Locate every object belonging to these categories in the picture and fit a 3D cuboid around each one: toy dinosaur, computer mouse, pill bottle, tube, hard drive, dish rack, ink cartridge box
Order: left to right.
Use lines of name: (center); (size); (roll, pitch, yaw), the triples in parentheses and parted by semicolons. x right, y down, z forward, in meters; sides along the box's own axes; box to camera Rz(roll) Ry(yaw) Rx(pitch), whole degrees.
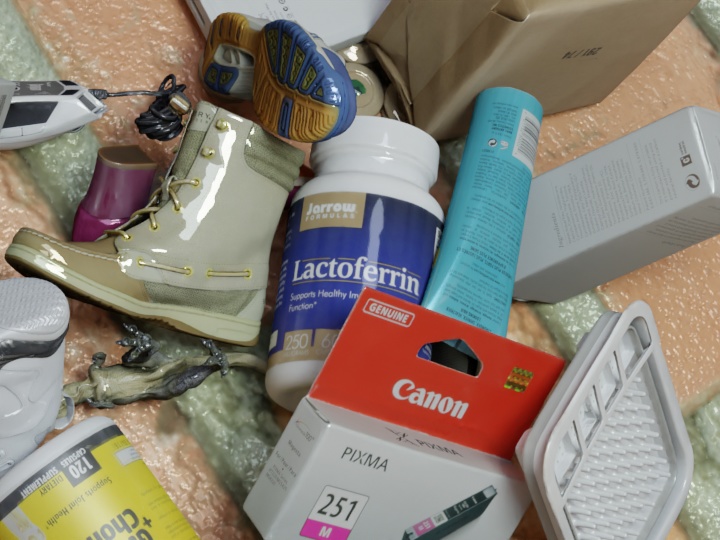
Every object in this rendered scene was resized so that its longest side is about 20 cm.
computer mouse: (-0.220, -0.111, 1.401); (0.198, 0.110, 0.044); (-1, 108, -8)
pill bottle: (-0.153, 0.204, 1.277); (0.112, 0.112, 0.201); (-35, 83, -26)
toy dinosaur: (-0.135, 0.070, 1.348); (0.198, 0.088, 0.048); (-8, 70, -21)
hard drive: (-0.040, -0.232, 1.513); (0.199, 0.026, 0.133); (-23, 79, -25)
pill bottle: (0.000, 0.000, 1.388); (0.115, 0.116, 0.202); (12, 70, -14)
ink cartridge box: (0.042, 0.120, 1.322); (0.199, 0.044, 0.174); (20, 105, -37)
tube: (0.089, -0.034, 1.385); (0.077, 0.050, 0.201); (24, 62, -20)
dish rack: (0.172, 0.137, 1.392); (0.172, 0.043, 0.201); (-55, 137, -34)

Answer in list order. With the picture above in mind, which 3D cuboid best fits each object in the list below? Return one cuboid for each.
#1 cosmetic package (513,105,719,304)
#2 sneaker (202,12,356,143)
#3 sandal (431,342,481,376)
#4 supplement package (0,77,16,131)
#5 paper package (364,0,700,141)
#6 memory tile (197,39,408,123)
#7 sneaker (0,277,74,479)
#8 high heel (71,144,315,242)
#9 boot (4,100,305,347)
cosmetic package: (0.188, -0.044, 1.429); (0.101, 0.199, 0.075); (11, 62, -53)
sneaker: (-0.036, -0.137, 1.369); (0.087, 0.200, 0.076); (9, 106, -29)
sandal: (0.055, 0.056, 1.436); (0.081, 0.055, 0.202); (9, 67, -15)
supplement package: (-0.347, -0.087, 1.269); (0.198, 0.152, 0.152); (20, 93, -7)
paper package: (0.135, -0.196, 1.474); (0.199, 0.191, 0.104); (-15, 70, -33)
memory tile: (-0.027, -0.187, 1.524); (0.198, 0.017, 0.155); (10, 67, -14)
sneaker: (-0.274, 0.086, 1.252); (0.199, 0.116, 0.075); (-20, 38, -20)
high heel: (-0.118, -0.041, 1.432); (0.199, 0.097, 0.067); (3, 28, -32)
boot: (-0.136, -0.043, 1.331); (0.199, 0.072, 0.156); (18, 88, -35)
